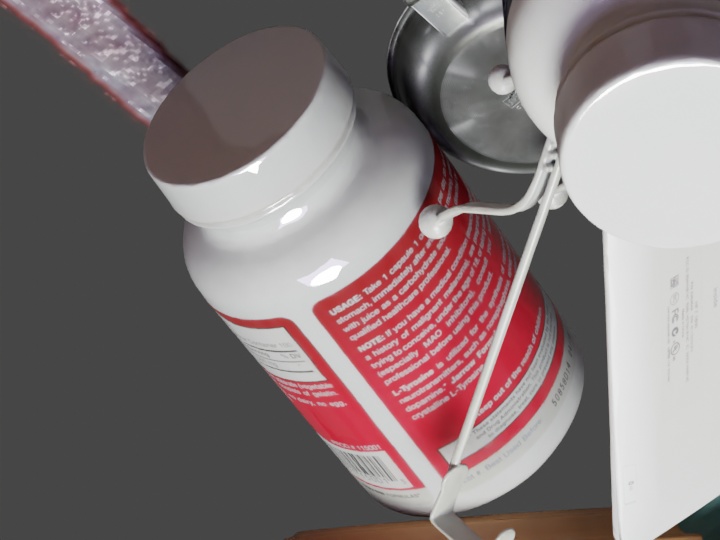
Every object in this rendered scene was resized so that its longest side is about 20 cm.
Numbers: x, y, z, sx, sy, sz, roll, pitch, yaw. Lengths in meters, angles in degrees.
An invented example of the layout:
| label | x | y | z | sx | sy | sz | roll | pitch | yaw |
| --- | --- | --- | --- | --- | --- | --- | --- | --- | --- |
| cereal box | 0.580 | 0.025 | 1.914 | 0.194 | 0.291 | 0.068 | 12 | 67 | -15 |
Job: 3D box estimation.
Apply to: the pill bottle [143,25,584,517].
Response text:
| label | x | y | z | sx | sy | sz | roll | pitch | yaw |
| --- | --- | --- | --- | --- | --- | --- | --- | --- | --- |
| pill bottle | 0.000 | 0.000 | 1.167 | 0.112 | 0.112 | 0.200 | -23 | 128 | 19 |

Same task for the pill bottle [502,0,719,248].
| label | x | y | z | sx | sy | sz | roll | pitch | yaw |
| --- | --- | --- | --- | --- | --- | --- | --- | --- | --- |
| pill bottle | 0.104 | -0.103 | 1.017 | 0.111 | 0.200 | 0.111 | 0 | 132 | 0 |

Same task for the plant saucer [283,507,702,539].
| label | x | y | z | sx | sy | sz | roll | pitch | yaw |
| --- | --- | --- | --- | --- | --- | --- | --- | --- | --- |
| plant saucer | 0.050 | 0.124 | 1.262 | 0.199 | 0.032 | 0.200 | -4 | 173 | -1 |

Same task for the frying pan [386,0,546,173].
| label | x | y | z | sx | sy | sz | roll | pitch | yaw |
| --- | --- | --- | --- | --- | --- | --- | --- | --- | --- |
| frying pan | 0.054 | -0.105 | 1.134 | 0.115 | 0.031 | 0.190 | -18 | 132 | 13 |

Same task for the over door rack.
| label | x | y | z | sx | sy | sz | roll | pitch | yaw |
| --- | --- | --- | --- | --- | --- | --- | --- | --- | --- |
| over door rack | 0.091 | 0.004 | 1.139 | 0.147 | 0.067 | 0.201 | -14 | 120 | -42 |

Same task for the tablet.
| label | x | y | z | sx | sy | sz | roll | pitch | yaw |
| --- | --- | --- | --- | --- | --- | --- | --- | --- | --- |
| tablet | 0.143 | 0.004 | 1.134 | 0.130 | 0.014 | 0.201 | -31 | 131 | -33 |

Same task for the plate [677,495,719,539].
| label | x | y | z | sx | sy | sz | roll | pitch | yaw |
| --- | --- | --- | --- | --- | --- | --- | --- | --- | --- |
| plate | 0.218 | 0.153 | 1.365 | 0.199 | 0.026 | 0.201 | -1 | 132 | -1 |
